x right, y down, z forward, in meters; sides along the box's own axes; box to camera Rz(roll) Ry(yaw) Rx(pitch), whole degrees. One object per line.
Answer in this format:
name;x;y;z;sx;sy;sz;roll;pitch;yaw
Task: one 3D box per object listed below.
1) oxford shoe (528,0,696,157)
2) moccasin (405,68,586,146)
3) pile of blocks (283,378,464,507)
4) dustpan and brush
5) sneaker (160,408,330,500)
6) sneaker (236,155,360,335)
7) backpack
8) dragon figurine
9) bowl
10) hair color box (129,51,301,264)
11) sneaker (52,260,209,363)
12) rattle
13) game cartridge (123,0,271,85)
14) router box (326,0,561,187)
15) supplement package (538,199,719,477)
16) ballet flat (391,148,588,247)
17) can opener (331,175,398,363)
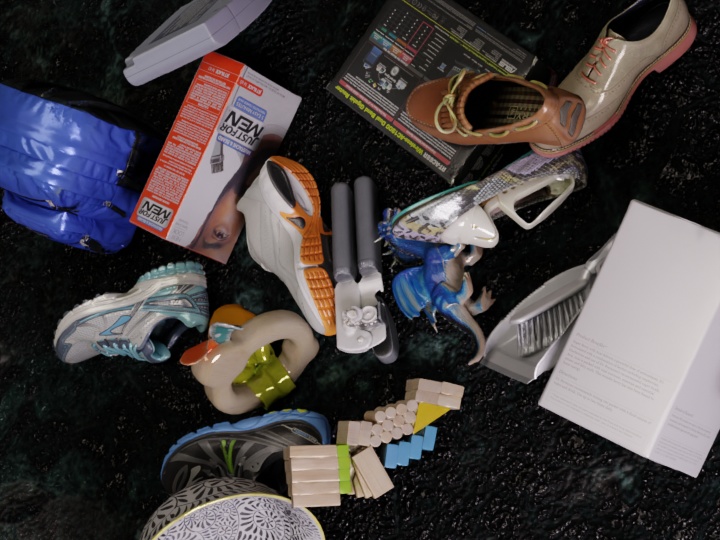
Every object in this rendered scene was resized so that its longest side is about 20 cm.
oxford shoe;0.226;-0.192;1.601;0.200;0.075;0.070;-46;55;-5
moccasin;0.114;-0.152;1.597;0.201;0.078;0.074;19;87;49
pile of blocks;0.012;0.170;1.651;0.200;0.062;0.082;-27;92;-14
dustpan and brush;0.200;0.019;1.580;0.200;0.057;0.140;-32;13;-11
sneaker;-0.120;0.198;1.736;0.199;0.071;0.083;-17;62;24
sneaker;-0.068;-0.014;1.774;0.092;0.076;0.200;-42;59;40
backpack;-0.314;-0.115;1.867;0.162;0.200;0.168;15;85;33
dragon figurine;0.072;0.021;1.671;0.099;0.059;0.200;-26;60;26
bowl;-0.143;0.269;1.676;0.201;0.201;0.094;-49;38;11
hair color box;-0.153;-0.119;1.822;0.064;0.111;0.200;26;92;35
sneaker;-0.249;0.065;1.852;0.200;0.078;0.086;-28;67;23
rattle;-0.140;0.056;1.708;0.130;0.200;0.143;-37;61;23
game cartridge;-0.165;-0.267;1.843;0.133;0.200;0.042;-17;111;25
router box;0.082;-0.188;1.723;0.200;0.062;0.150;40;98;33
supplement package;0.268;0.060;1.502;0.121;0.120;0.200;26;91;36
ballet flat;0.129;-0.062;1.622;0.200;0.072;0.072;-26;61;-8
can opener;0.000;0.000;1.727;0.053;0.066;0.200;-14;61;17
